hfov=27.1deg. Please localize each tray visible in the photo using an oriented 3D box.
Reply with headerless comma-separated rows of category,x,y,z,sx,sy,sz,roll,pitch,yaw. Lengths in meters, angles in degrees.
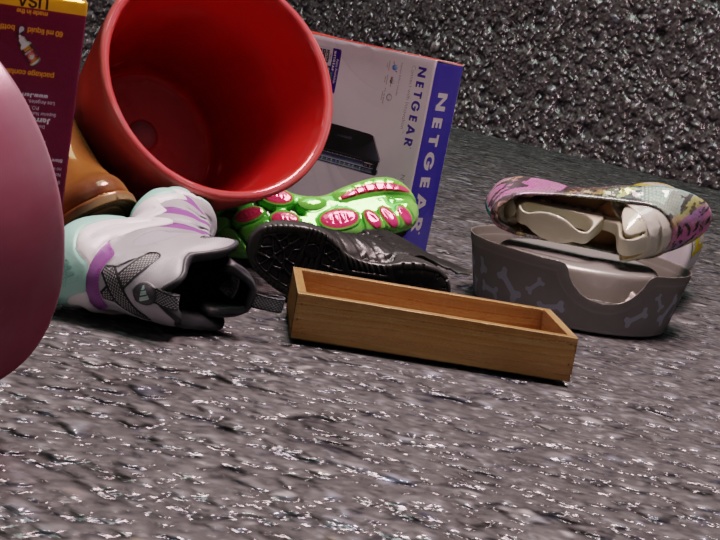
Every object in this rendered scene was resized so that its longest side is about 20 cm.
tray,0.048,0.039,1.077,0.199,0.037,0.099,10,9,-6

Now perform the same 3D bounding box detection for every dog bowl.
dog bowl,0.191,0.009,1.332,0.199,0.059,0.200,10,10,-2

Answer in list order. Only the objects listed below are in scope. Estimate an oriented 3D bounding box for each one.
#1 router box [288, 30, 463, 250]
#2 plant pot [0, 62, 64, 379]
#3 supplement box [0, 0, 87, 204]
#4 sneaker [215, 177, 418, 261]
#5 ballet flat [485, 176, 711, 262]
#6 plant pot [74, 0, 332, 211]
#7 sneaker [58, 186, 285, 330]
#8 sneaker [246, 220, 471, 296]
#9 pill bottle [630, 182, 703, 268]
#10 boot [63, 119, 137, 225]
router box,-0.007,-0.116,1.413,0.179,0.201,0.049,17,11,34
plant pot,-0.258,-0.010,0.632,0.199,0.201,0.179,16,26,30
supplement box,-0.262,-0.100,1.047,0.085,0.201,0.110,2,12,-36
sneaker,-0.048,-0.031,1.311,0.199,0.077,0.084,-3,-33,-11
ballet flat,0.207,-0.041,1.306,0.199,0.069,0.071,7,27,5
plant pot,-0.150,-0.129,1.228,0.200,0.202,0.177,5,-15,-30
sneaker,-0.110,0.000,1.038,0.139,0.078,0.200,15,20,18
sneaker,0.001,-0.003,1.209,0.199,0.060,0.104,14,10,-11
pill bottle,0.294,-0.034,1.531,0.111,0.112,0.200,13,9,17
boot,-0.230,-0.104,1.134,0.076,0.156,0.200,-15,5,-15
